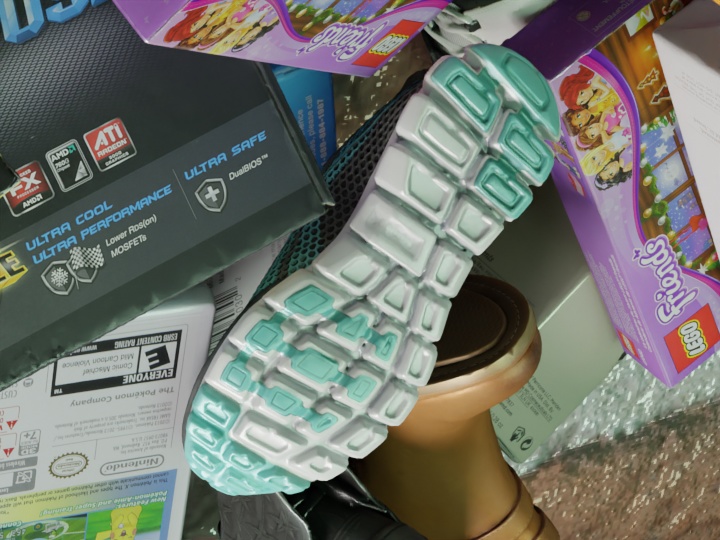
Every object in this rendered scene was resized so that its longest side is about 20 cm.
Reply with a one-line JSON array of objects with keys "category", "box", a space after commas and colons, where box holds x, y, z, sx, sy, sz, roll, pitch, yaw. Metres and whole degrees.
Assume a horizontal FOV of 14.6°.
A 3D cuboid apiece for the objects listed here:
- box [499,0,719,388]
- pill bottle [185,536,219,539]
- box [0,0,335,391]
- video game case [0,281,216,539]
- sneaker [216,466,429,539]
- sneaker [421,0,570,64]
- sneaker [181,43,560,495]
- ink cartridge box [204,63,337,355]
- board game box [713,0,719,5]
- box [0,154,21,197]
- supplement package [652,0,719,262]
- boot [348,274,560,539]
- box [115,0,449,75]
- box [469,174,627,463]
[{"category": "box", "box": [0.149, -0.060, 1.221, 0.137, 0.039, 0.200, -38, 134, -11]}, {"category": "pill bottle", "box": [-0.132, 0.204, 1.241, 0.199, 0.114, 0.115, -21, 132, -28]}, {"category": "box", "box": [-0.137, -0.066, 1.002, 0.199, 0.050, 0.199, -28, 98, -22]}, {"category": "video game case", "box": [-0.159, 0.092, 1.076, 0.199, 0.022, 0.183, -8, 127, -25]}, {"category": "sneaker", "box": [-0.014, 0.125, 1.209, 0.060, 0.104, 0.200, -50, 161, -21]}, {"category": "sneaker", "box": [0.062, -0.096, 1.210, 0.200, 0.074, 0.089, 21, 103, -46]}, {"category": "sneaker", "box": [0.000, 0.000, 1.092, 0.077, 0.091, 0.200, 39, 88, -16]}, {"category": "ink cartridge box", "box": [-0.110, -0.010, 1.118, 0.199, 0.086, 0.147, -24, 133, -23]}, {"category": "board game box", "box": [0.166, -0.247, 1.060, 0.200, 0.200, 0.201, -36, 145, -21]}, {"category": "box", "box": [-0.201, -0.087, 0.925, 0.075, 0.050, 0.200, -39, 100, -14]}, {"category": "supplement package", "box": [0.221, -0.037, 1.178, 0.121, 0.120, 0.201, -37, 134, -16]}, {"category": "boot", "box": [0.046, 0.091, 1.223, 0.155, 0.200, 0.077, 49, 49, -14]}, {"category": "box", "box": [0.005, -0.130, 0.959, 0.137, 0.039, 0.200, -42, 167, 17]}, {"category": "box", "box": [0.107, -0.014, 1.306, 0.200, 0.082, 0.068, -45, 137, -2]}]
